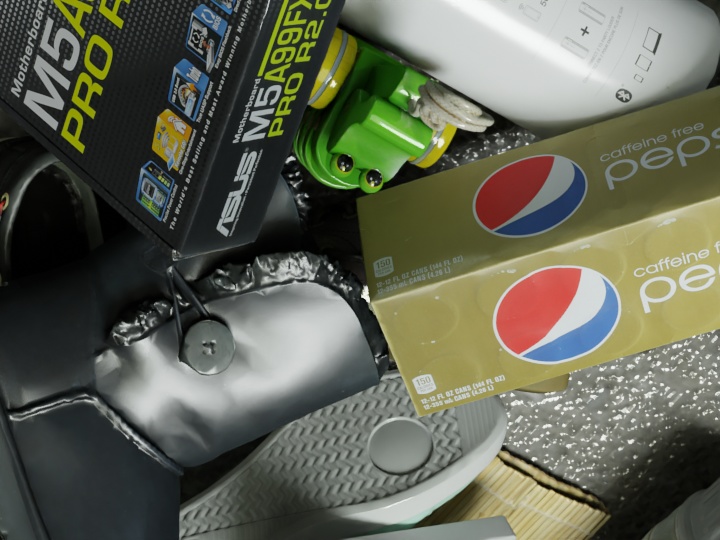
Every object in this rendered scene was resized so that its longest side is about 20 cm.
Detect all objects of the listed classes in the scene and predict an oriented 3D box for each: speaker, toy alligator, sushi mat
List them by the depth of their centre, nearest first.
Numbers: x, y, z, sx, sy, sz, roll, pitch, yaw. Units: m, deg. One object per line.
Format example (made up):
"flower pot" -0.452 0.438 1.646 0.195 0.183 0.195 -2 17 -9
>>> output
"toy alligator" 0.002 -0.053 0.678 0.059 0.200 0.055 27 96 -16
"speaker" 0.042 -0.114 0.717 0.199 0.081 0.081 26 115 -21
"sushi mat" 0.029 0.169 0.927 0.095 0.012 0.200 30 114 -24

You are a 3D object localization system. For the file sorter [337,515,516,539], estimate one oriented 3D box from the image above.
"file sorter" -0.001 0.231 0.839 0.138 0.125 0.201 -1 136 -39

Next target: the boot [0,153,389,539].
"boot" -0.061 0.071 0.709 0.167 0.076 0.202 -23 91 -11

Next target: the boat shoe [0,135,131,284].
"boat shoe" -0.121 0.044 0.765 0.073 0.063 0.204 -17 105 -32

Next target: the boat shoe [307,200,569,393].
"boat shoe" 0.001 0.000 0.795 0.199 0.072 0.067 15 90 -1

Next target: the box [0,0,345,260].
"box" -0.073 -0.131 0.655 0.044 0.160 0.201 -14 136 -49

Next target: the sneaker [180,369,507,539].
"sneaker" -0.015 0.127 0.874 0.199 0.074 0.119 -29 144 -4

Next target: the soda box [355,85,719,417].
"soda box" 0.103 -0.014 0.705 0.198 0.064 0.068 -18 130 7

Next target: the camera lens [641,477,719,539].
"camera lens" 0.170 0.216 0.886 0.159 0.161 0.201 28 115 -21

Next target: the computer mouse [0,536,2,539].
"computer mouse" -0.169 0.071 0.668 0.046 0.140 0.202 -22 81 -10
